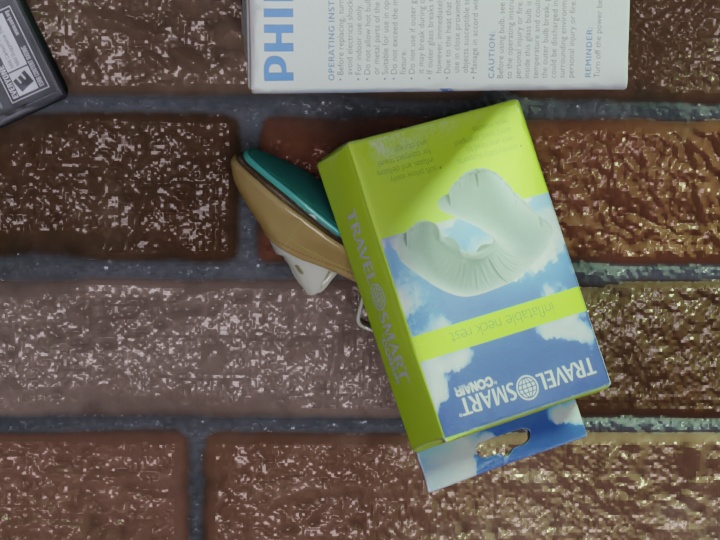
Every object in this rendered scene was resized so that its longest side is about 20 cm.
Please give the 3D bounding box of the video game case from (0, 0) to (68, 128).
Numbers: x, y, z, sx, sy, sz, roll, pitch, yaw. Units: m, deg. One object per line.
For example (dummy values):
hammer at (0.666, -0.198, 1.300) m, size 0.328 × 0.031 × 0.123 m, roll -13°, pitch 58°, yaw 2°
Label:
video game case at (-0.291, -0.153, 1.347) m, size 0.180 × 0.026 × 0.201 m, roll -24°, pitch 107°, yaw 2°

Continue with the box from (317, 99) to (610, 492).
box at (0.063, 0.013, 1.356) m, size 0.121 × 0.048 × 0.201 m, roll -16°, pitch 85°, yaw -28°

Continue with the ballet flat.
ballet flat at (0.000, 0.000, 1.394) m, size 0.199 × 0.069 × 0.063 m, roll 29°, pitch 108°, yaw -11°

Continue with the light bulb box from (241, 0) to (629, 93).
light bulb box at (0.033, -0.173, 1.277) m, size 0.198 × 0.198 × 0.126 m, roll -1°, pitch 104°, yaw -3°
